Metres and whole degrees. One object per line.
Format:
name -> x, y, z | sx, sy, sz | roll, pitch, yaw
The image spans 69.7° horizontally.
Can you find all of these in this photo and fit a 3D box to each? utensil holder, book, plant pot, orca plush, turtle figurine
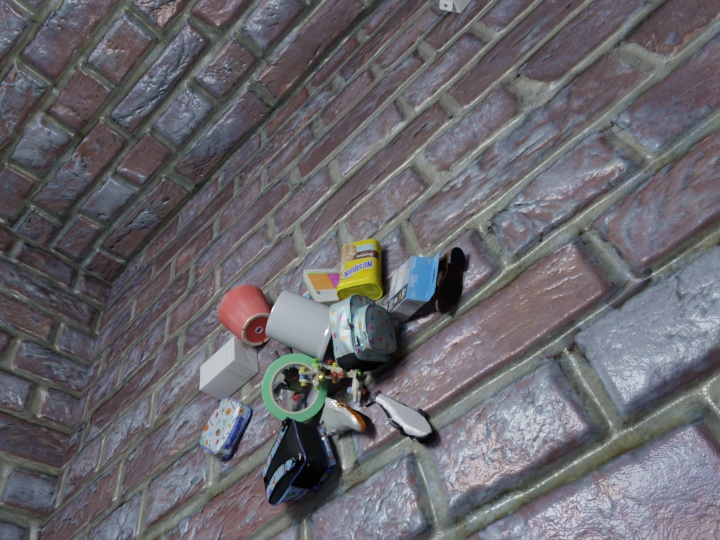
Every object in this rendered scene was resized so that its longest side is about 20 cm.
utensil holder -> -0.173, 0.169, 1.612 | 0.170, 0.198, 0.172 | 22, -90, -84
book -> -0.107, 0.058, 1.767 | 0.200, 0.132, 0.049 | -125, 34, -55
plant pot -> -0.421, 0.182, 1.979 | 0.201, 0.200, 0.177 | -52, 45, 0
orca plush -> 0.094, 0.382, 1.289 | 0.198, 0.105, 0.072 | 18, 113, 30
turtle figurine -> -0.226, 0.345, 1.644 | 0.100, 0.149, 0.203 | -22, 84, 24

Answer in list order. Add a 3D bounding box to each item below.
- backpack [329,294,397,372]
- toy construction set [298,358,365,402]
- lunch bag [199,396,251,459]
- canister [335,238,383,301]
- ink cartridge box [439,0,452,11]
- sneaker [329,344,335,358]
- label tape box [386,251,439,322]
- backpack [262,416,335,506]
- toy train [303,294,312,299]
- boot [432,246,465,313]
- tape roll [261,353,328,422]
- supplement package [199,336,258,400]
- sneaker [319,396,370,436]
backpack -> 0.003, 0.167, 1.457 | 0.153, 0.175, 0.202 | -34, 61, 30
toy construction set -> -0.072, 0.305, 1.485 | 0.131, 0.197, 0.093 | -15, -59, -82
lunch bag -> -0.467, 0.549, 1.796 | 0.159, 0.075, 0.202 | 1, 60, 47
canister -> 0.000, 0.000, 1.698 | 0.146, 0.087, 0.202 | -12, 45, 16
ink cartridge box -> 0.429, -1.242, 2.269 | 0.200, 0.125, 0.129 | -47, 35, 7
sneaker -> -0.049, 0.195, 1.616 | 0.115, 0.078, 0.202 | -25, 42, 32
label tape box -> 0.147, 0.041, 1.466 | 0.200, 0.065, 0.145 | 126, 160, -55
backpack -> -0.180, 0.538, 1.417 | 0.202, 0.133, 0.183 | -59, 32, 13
toy train -> -0.167, 0.162, 1.774 | 0.113, 0.087, 0.202 | -7, 52, 41
boot -> 0.231, 0.037, 1.452 | 0.097, 0.074, 0.202 | -26, 38, 57
tape roll -> -0.196, 0.354, 1.557 | 0.048, 0.198, 0.202 | 95, -161, -72
supplement package -> -0.494, 0.370, 1.940 | 0.199, 0.121, 0.120 | -40, 37, 16
sneaker -> -0.046, 0.422, 1.430 | 0.199, 0.075, 0.093 | 7, 73, 60
